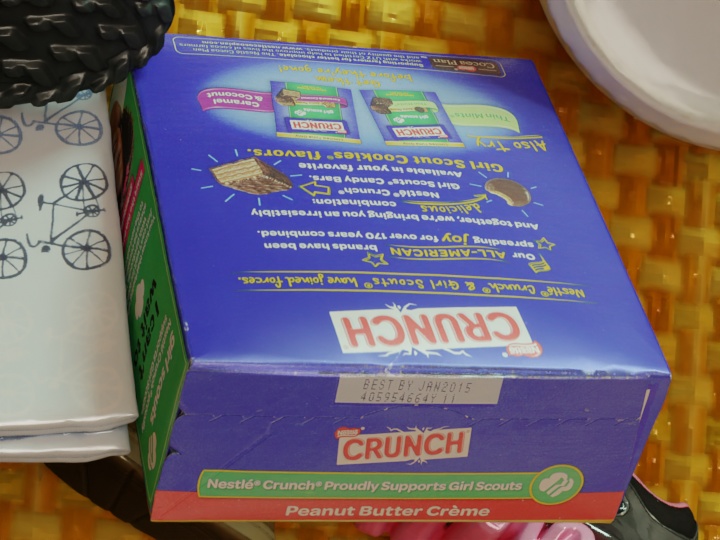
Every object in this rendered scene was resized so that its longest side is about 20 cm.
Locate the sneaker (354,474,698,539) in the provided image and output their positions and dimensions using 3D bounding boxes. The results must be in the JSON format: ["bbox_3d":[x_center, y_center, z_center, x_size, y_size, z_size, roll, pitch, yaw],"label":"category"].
[{"bbox_3d":[0.052,0.073,0.976,0.200,0.079,0.095,41,48,-3],"label":"sneaker"}]

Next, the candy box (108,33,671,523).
[{"bbox_3d":[0.000,0.000,0.898,0.169,0.200,0.077,3,126,-15],"label":"candy box"}]

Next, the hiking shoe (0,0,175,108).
[{"bbox_3d":[-0.168,-0.111,0.902,0.200,0.074,0.087,-1,47,-5],"label":"hiking shoe"}]

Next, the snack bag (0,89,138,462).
[{"bbox_3d":[-0.184,-0.010,0.881,0.200,0.021,0.189,-2,51,-9],"label":"snack bag"}]

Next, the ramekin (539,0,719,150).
[{"bbox_3d":[0.157,-0.137,0.957,0.202,0.094,0.203,3,104,12],"label":"ramekin"}]

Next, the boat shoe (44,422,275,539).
[{"bbox_3d":[-0.106,0.035,0.929,0.201,0.073,0.063,36,67,2],"label":"boat shoe"}]
